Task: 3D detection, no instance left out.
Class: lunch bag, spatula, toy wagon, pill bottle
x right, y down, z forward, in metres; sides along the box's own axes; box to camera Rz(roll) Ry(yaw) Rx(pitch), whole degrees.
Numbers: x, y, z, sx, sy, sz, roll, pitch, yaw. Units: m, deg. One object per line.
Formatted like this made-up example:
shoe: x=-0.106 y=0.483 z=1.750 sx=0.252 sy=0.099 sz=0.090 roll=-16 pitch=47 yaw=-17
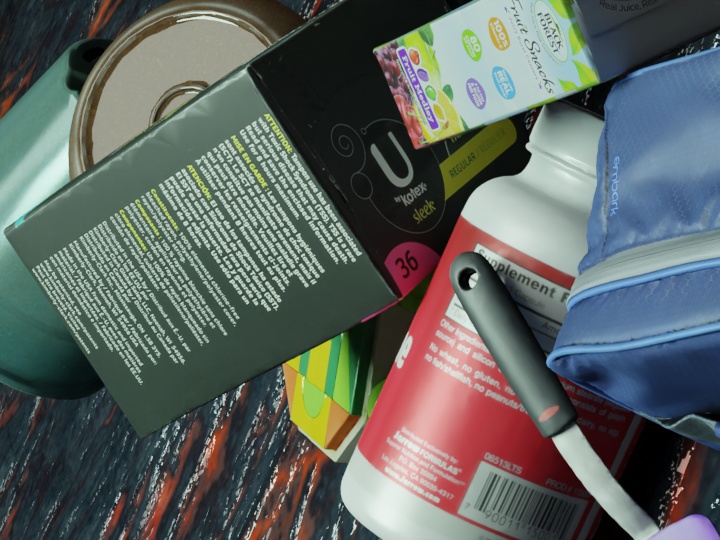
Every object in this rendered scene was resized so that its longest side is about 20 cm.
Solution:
lunch bag: x=0.167 y=0.003 z=0.742 sx=0.200 sy=0.135 sz=0.133 roll=-15 pitch=57 yaw=60
spatula: x=0.092 y=0.076 z=0.862 sx=0.056 sy=0.021 sz=0.200 roll=-38 pitch=76 yaw=23
toy wagon: x=0.000 y=0.000 z=1.187 sx=0.155 sy=0.039 sz=0.201 roll=-148 pitch=64 yaw=-65
pill bottle: x=0.079 y=0.032 z=0.940 sx=0.201 sy=0.112 sz=0.112 roll=-66 pitch=23 yaw=6

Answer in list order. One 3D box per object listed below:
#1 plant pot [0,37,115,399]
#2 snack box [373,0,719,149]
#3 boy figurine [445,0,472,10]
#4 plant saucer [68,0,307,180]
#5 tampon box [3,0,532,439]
plant pot: x=-0.201 y=-0.046 z=1.541 sx=0.196 sy=0.200 sz=0.201 roll=-47 pitch=31 yaw=26
snack box: x=0.124 y=-0.118 z=0.884 sx=0.142 sy=0.200 sz=0.053 roll=-18 pitch=97 yaw=62
boy figurine: x=0.053 y=-0.130 z=1.141 sx=0.200 sy=0.124 sz=0.065 roll=67 pitch=-148 yaw=-79
plant saucer: x=-0.106 y=-0.089 z=1.387 sx=0.199 sy=0.034 sz=0.201 roll=-5 pitch=76 yaw=20
tampon box: x=-0.041 y=-0.034 z=1.041 sx=0.200 sy=0.126 sz=0.150 roll=-28 pitch=9 yaw=43
